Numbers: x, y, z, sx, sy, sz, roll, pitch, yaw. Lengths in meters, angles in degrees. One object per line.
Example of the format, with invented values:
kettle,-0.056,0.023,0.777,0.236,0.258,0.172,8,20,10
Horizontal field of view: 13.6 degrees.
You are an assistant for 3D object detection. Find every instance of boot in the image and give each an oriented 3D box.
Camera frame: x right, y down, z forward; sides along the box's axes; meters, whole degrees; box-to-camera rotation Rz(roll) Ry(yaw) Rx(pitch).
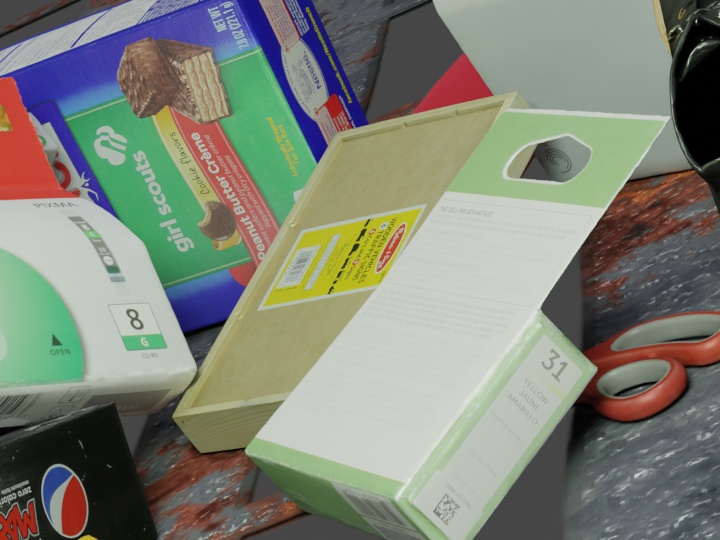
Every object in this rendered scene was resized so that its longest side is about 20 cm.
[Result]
boot,0.155,-0.107,1.272,0.077,0.201,0.138,-23,-25,14

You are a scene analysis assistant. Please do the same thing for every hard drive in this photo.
hard drive,0.144,-0.106,1.456,0.199,0.132,0.027,-10,36,44

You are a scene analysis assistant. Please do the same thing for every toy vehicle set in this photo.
toy vehicle set,0.000,0.000,1.468,0.124,0.027,0.201,-10,40,42

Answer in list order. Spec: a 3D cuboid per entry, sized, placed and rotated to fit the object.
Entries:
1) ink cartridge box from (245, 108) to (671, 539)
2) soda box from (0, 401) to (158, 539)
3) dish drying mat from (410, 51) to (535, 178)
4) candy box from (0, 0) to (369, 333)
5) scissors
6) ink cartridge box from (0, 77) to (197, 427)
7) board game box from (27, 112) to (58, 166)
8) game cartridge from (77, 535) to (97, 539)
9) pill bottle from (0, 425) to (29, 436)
ink cartridge box,0.051,0.022,1.289,0.200,0.048,0.145,-51,24,-15
soda box,-0.172,0.116,1.319,0.063,0.071,0.200,-17,1,30
dish drying mat,0.066,-0.078,1.637,0.076,0.018,0.200,14,34,16
candy box,-0.099,-0.059,1.621,0.199,0.170,0.077,-17,17,31
scissors,0.079,0.049,1.327,0.199,0.014,0.073,-10,27,46
ink cartridge box,-0.183,-0.020,1.442,0.160,0.201,0.050,-3,-28,-44
board game box,-0.245,0.010,1.589,0.126,0.201,0.035,-12,48,-41
game cartridge,-0.141,0.192,1.151,0.199,0.033,0.176,-34,33,-20
pill bottle,-0.213,0.091,1.465,0.112,0.113,0.200,-5,29,50
